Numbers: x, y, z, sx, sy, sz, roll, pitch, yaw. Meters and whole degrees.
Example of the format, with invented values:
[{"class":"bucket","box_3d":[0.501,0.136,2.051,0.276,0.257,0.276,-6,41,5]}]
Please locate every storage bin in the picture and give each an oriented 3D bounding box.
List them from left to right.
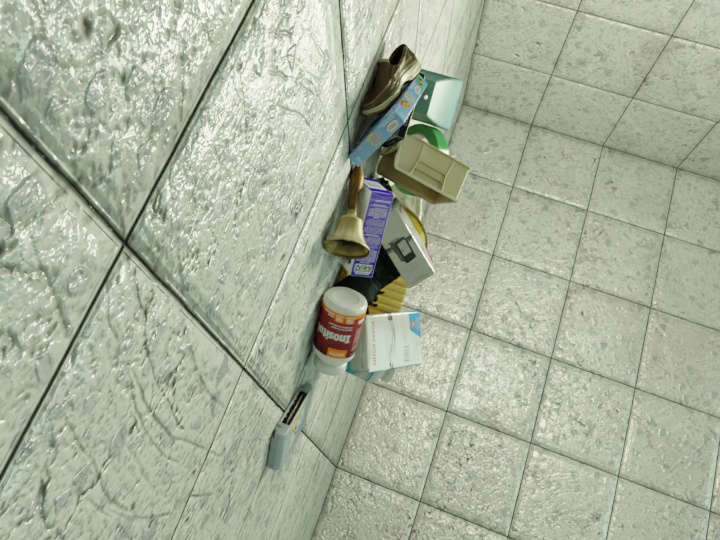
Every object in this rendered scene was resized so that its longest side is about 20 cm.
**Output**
[{"class":"storage bin","box_3d":[0.152,-0.257,1.530,0.095,0.196,0.200,-64,-168,0]}]

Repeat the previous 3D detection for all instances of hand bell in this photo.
[{"class":"hand bell","box_3d":[-0.017,-0.138,1.294,0.104,0.102,0.204,85,12,-70]}]

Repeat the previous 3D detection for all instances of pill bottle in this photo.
[{"class":"pill bottle","box_3d":[-0.056,0.153,1.472,0.113,0.111,0.204,-55,161,-63]},{"class":"pill bottle","box_3d":[0.004,0.248,1.704,0.112,0.197,0.111,-60,-168,21]}]

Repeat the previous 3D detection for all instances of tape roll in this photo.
[{"class":"tape roll","box_3d":[0.167,-0.318,1.726,0.047,0.199,0.204,5,108,-39]}]

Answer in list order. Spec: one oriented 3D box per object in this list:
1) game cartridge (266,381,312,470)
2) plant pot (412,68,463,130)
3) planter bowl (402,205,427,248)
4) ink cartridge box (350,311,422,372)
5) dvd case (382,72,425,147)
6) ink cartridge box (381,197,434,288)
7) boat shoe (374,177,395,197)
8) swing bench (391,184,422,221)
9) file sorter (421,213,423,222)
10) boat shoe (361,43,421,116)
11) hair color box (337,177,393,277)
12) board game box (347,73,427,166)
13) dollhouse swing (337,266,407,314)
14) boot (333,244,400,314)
[{"class":"game cartridge","box_3d":[-0.172,0.384,1.466,0.201,0.041,0.136,-58,160,-59]},{"class":"plant pot","box_3d":[0.178,-0.475,1.632,0.200,0.139,0.144,-28,137,-67]},{"class":"planter bowl","box_3d":[0.092,-0.086,1.749,0.083,0.198,0.203,-39,150,-43]},{"class":"ink cartridge box","box_3d":[0.068,0.190,1.621,0.197,0.083,0.148,-1,86,-39]},{"class":"dvd case","box_3d":[0.096,-0.381,1.441,0.200,0.024,0.153,-147,-105,-79]},{"class":"ink cartridge box","box_3d":[0.110,-0.075,1.562,0.082,0.202,0.145,-30,-169,12]},{"class":"boat shoe","box_3d":[0.044,-0.208,1.568,0.200,0.069,0.065,-36,106,-76]},{"class":"swing bench","box_3d":[0.132,-0.150,1.911,0.201,0.127,0.203,88,8,-62]},{"class":"file sorter","box_3d":[0.135,-0.117,2.126,0.140,0.122,0.202,97,14,-51]},{"class":"boat shoe","box_3d":[0.051,-0.399,1.236,0.075,0.074,0.204,57,49,-30]},{"class":"hair color box","box_3d":[0.008,-0.100,1.376,0.109,0.064,0.204,-129,-130,-58]},{"class":"board game box","box_3d":[0.059,-0.320,1.266,0.151,0.037,0.201,-37,-164,40]},{"class":"dollhouse swing","box_3d":[0.037,0.046,1.649,0.182,0.173,0.204,-5,114,-81]},{"class":"boot","box_3d":[-0.001,-0.001,1.545,0.162,0.199,0.073,-41,-163,-11]}]
